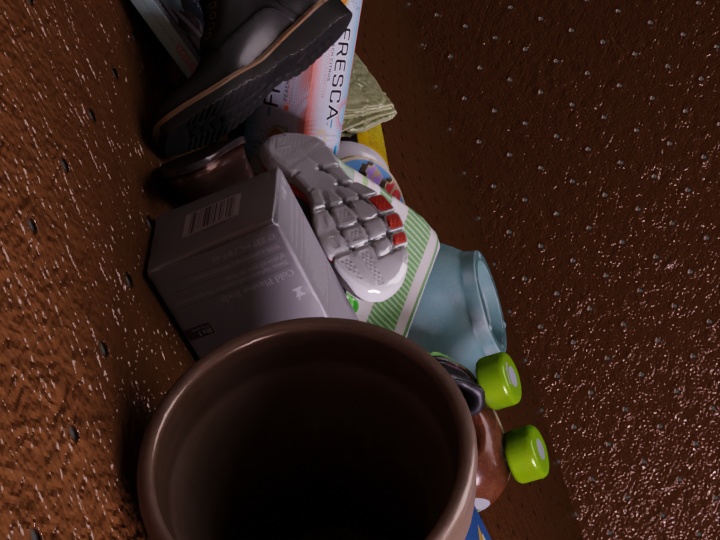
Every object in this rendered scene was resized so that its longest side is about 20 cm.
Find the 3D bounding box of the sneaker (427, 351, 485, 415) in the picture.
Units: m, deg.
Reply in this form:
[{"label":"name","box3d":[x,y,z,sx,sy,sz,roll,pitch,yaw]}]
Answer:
[{"label":"sneaker","box3d":[0.034,0.129,1.161,0.199,0.083,0.078,-27,127,-39]}]

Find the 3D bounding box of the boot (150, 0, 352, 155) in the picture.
[{"label":"boot","box3d":[-0.122,-0.194,1.067,0.138,0.200,0.078,47,-29,6]}]

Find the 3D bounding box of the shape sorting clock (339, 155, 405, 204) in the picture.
[{"label":"shape sorting clock","box3d":[-0.007,-0.009,1.275,0.199,0.039,0.203,-11,103,-56]}]

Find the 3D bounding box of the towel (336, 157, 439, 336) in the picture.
[{"label":"towel","box3d":[0.000,0.000,1.237,0.199,0.023,0.154,29,81,-52]}]

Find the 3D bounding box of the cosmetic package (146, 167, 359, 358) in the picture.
[{"label":"cosmetic package","box3d":[-0.064,0.038,0.977,0.091,0.106,0.201,-93,158,-59]}]

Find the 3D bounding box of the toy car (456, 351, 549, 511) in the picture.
[{"label":"toy car","box3d":[0.073,0.185,1.279,0.159,0.163,0.200,68,21,-7]}]

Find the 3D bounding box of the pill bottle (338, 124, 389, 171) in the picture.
[{"label":"pill bottle","box3d":[-0.027,-0.117,1.410,0.201,0.111,0.113,-99,164,-47]}]

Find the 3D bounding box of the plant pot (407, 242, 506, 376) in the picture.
[{"label":"plant pot","box3d":[0.085,0.052,1.476,0.200,0.133,0.203,-16,90,-74]}]

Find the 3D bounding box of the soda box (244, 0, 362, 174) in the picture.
[{"label":"soda box","box3d":[-0.050,-0.180,1.165,0.063,0.068,0.203,-9,112,-57]}]

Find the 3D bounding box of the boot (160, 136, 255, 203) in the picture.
[{"label":"boot","box3d":[-0.088,0.000,1.051,0.186,0.063,0.203,-39,112,-81]}]

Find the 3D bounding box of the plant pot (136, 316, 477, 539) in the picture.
[{"label":"plant pot","box3d":[-0.026,0.158,0.816,0.176,0.197,0.202,84,-4,-50]}]

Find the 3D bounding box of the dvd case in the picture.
[{"label":"dvd case","box3d":[-0.140,-0.226,1.170,0.147,0.022,0.200,54,22,-12]}]

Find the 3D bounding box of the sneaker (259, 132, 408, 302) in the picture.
[{"label":"sneaker","box3d":[-0.024,-0.030,1.079,0.201,0.076,0.083,56,-35,42]}]

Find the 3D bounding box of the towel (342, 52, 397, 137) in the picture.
[{"label":"towel","box3d":[-0.061,-0.215,1.362,0.201,0.037,0.148,51,36,12]}]

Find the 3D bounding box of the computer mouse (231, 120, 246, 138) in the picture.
[{"label":"computer mouse","box3d":[-0.113,-0.157,1.259,0.200,0.046,0.142,44,25,-52]}]

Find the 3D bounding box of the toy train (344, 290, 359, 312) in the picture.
[{"label":"toy train","box3d":[-0.017,0.082,1.195,0.042,0.056,0.202,-95,171,-50]}]

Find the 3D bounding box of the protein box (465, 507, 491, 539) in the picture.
[{"label":"protein box","box3d":[0.045,0.285,0.991,0.199,0.133,0.201,-91,158,-58]}]
